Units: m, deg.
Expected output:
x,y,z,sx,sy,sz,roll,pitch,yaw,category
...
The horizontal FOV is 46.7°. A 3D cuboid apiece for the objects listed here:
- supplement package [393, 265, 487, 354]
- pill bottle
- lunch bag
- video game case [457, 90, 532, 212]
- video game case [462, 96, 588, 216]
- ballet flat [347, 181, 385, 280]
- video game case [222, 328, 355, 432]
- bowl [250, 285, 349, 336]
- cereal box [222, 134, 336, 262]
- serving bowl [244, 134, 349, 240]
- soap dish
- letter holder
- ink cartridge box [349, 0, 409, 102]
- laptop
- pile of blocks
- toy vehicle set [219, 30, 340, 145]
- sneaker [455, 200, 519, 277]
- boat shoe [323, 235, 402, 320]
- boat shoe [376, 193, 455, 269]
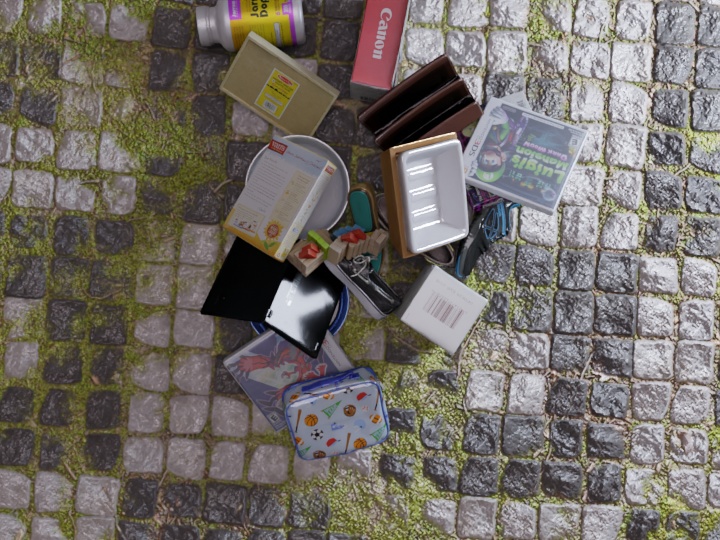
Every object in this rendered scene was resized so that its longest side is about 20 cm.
x,y,z,sx,sy,sz,roll,pitch,yaw,category
0.144,0.068,1.542,0.117,0.200,0.118,33,89,-1,supplement package
-0.207,-0.473,1.581,0.199,0.104,0.105,-7,90,-2,pill bottle
-0.043,0.266,1.578,0.199,0.076,0.161,-15,113,-5,lunch bag
0.264,-0.230,1.596,0.180,0.036,0.201,-20,69,-2,video game case
0.299,-0.216,1.555,0.199,0.023,0.183,23,74,13,video game case
0.016,-0.076,1.602,0.068,0.063,0.201,3,117,15,ballet flat
-0.130,0.188,1.592,0.199,0.023,0.183,-33,106,4,video game case
-0.122,0.055,1.616,0.199,0.039,0.202,0,90,-1,bowl
-0.148,-0.133,1.517,0.144,0.039,0.201,30,89,32,cereal box
-0.120,-0.156,1.603,0.199,0.066,0.202,0,90,-1,serving bowl
0.115,-0.139,1.515,0.157,0.081,0.201,-19,110,-32,soap dish
0.111,-0.290,1.543,0.199,0.142,0.101,-34,76,10,letter holder
0.038,-0.430,1.553,0.083,0.176,0.201,11,89,-1,ink cartridge box
-0.156,0.044,1.545,0.200,0.116,0.188,38,55,-25,laptop
-0.039,-0.057,1.516,0.199,0.062,0.082,-16,63,-18,pile of blocks
-0.154,-0.341,1.577,0.199,0.027,0.124,33,121,-10,toy vehicle set
0.246,-0.074,1.609,0.082,0.073,0.201,25,89,0,sneaker
-0.001,0.001,1.567,0.068,0.074,0.200,-38,91,25,boat shoe
0.104,-0.079,1.612,0.200,0.060,0.072,43,89,-1,boat shoe
